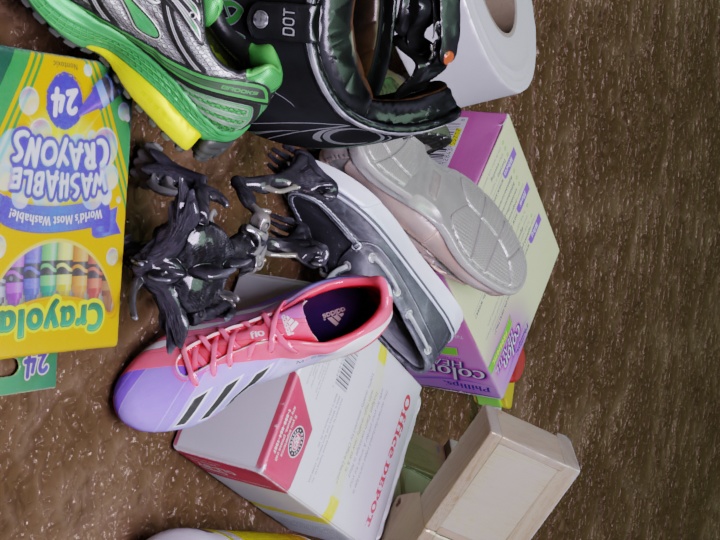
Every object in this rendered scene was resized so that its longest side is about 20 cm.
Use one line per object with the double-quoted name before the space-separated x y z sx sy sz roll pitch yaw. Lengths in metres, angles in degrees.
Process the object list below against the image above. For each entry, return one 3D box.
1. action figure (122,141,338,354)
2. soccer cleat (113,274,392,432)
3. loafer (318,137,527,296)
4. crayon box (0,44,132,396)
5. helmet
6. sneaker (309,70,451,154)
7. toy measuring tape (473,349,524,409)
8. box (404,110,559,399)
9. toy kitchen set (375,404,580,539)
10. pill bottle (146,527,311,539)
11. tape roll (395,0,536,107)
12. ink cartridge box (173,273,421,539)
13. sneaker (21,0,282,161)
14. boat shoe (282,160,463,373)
"action figure" -0.103 -0.020 0.883 0.200 0.102 0.120 -22 121 -53
"soccer cleat" -0.070 0.049 0.902 0.077 0.199 0.067 123 -54 -68
"loafer" 0.051 -0.047 1.077 0.200 0.063 0.072 41 53 -26
"crayon box" -0.191 -0.022 0.770 0.125 0.051 0.202 -4 100 -61
"helmet" -0.027 -0.172 0.895 0.199 0.190 0.202 -12 110 -36
"sneaker" -0.003 -0.142 1.095 0.200 0.077 0.089 14 53 -60
"toy measuring tape" 0.123 0.126 1.357 0.073 0.073 0.202 9 88 -61
"box" 0.090 -0.015 1.237 0.177 0.096 0.200 -65 146 -29
"toy kitchen set" 0.116 0.173 1.117 0.181 0.162 0.200 -59 -163 23
"pill bottle" -0.080 0.242 0.971 0.200 0.109 0.110 23 77 -60
"tape roll" 0.082 -0.241 1.142 0.202 0.070 0.204 36 49 -56
"ink cartridge box" -0.040 0.113 1.040 0.200 0.083 0.146 49 54 -53
"sneaker" -0.125 -0.159 0.770 0.200 0.085 0.078 43 28 -22
"boat shoe" 0.000 0.000 1.058 0.200 0.072 0.068 50 57 -25
